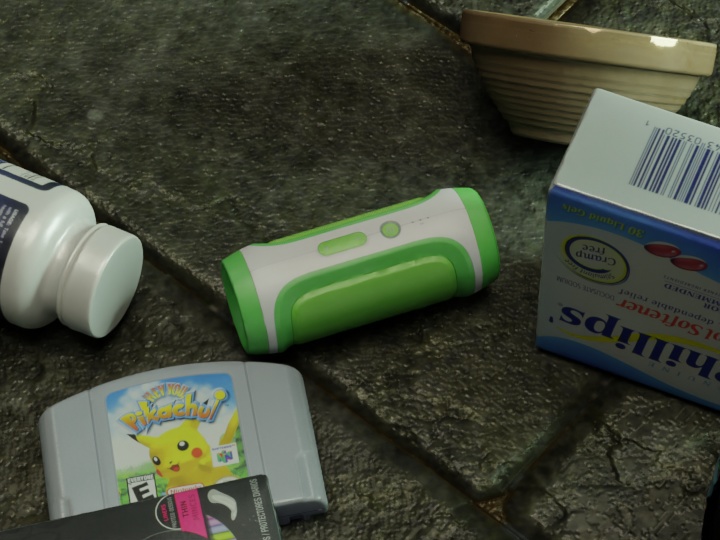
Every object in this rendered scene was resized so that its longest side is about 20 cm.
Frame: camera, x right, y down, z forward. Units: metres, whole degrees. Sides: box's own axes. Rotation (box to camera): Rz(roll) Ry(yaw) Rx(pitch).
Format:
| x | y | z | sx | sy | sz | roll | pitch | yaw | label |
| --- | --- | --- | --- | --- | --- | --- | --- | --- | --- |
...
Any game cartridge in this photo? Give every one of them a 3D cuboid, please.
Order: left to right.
| x | y | z | sx | sy | sz | roll | pitch | yaw | label |
| --- | --- | --- | --- | --- | --- | --- | --- | --- | --- |
| -0.131 | 0.133 | 1.653 | 0.198 | 0.041 | 0.134 | -10 | 52 | -5 | game cartridge |

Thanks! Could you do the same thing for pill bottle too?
| x | y | z | sx | sy | sz | roll | pitch | yaw | label |
| --- | --- | --- | --- | --- | --- | --- | --- | --- | --- |
| -0.269 | -0.022 | 1.717 | 0.199 | 0.111 | 0.111 | 22 | 59 | 16 | pill bottle |

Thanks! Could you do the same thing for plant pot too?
| x | y | z | sx | sy | sz | roll | pitch | yaw | label |
| --- | --- | --- | --- | --- | --- | --- | --- | --- | --- |
| 0.171 | -0.145 | 1.770 | 0.199 | 0.201 | 0.093 | 10 | 97 | 9 | plant pot |

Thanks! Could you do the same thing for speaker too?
| x | y | z | sx | sy | sz | roll | pitch | yaw | label |
| --- | --- | --- | --- | --- | --- | --- | --- | --- | --- |
| 0.000 | 0.000 | 1.706 | 0.199 | 0.089 | 0.089 | -16 | 57 | -9 | speaker |

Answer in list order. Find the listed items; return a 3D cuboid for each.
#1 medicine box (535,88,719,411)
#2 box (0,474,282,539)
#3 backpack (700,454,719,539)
| x | y | z | sx | sy | sz | roll | pitch | yaw | label |
| --- | --- | --- | --- | --- | --- | --- | --- | --- | --- |
| 0.229 | -0.008 | 1.633 | 0.181 | 0.201 | 0.103 | 19 | 56 | 15 | medicine box |
| -0.144 | 0.232 | 1.542 | 0.199 | 0.106 | 0.123 | -13 | 56 | -6 | box |
| 0.307 | 0.138 | 1.532 | 0.134 | 0.201 | 0.183 | 19 | 58 | 15 | backpack |
